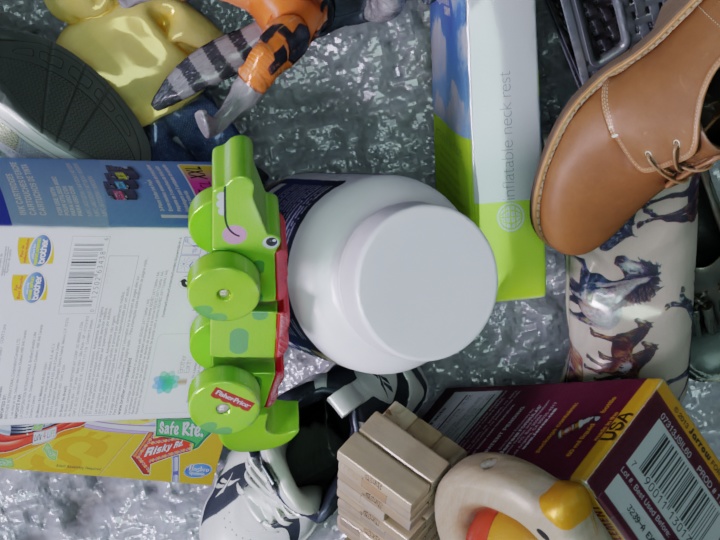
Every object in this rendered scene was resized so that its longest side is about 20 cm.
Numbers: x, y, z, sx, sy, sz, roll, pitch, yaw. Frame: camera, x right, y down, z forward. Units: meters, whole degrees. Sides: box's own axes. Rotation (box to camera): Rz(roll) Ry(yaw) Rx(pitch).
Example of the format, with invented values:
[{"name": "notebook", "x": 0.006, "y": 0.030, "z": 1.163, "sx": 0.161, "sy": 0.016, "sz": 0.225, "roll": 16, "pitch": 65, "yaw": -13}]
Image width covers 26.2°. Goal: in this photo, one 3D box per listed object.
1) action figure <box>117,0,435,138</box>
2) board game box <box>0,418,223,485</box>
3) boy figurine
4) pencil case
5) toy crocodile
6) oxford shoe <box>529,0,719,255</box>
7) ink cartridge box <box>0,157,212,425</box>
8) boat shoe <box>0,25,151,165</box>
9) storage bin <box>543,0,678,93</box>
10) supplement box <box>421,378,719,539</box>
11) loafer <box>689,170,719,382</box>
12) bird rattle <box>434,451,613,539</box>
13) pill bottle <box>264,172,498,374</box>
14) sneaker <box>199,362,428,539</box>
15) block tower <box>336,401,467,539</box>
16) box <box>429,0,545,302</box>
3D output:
[{"name": "action figure", "x": -0.052, "y": -0.179, "z": 0.907, "sx": 0.193, "sy": 0.105, "sz": 0.200, "roll": -28, "pitch": 61, "yaw": -20}, {"name": "board game box", "x": -0.170, "y": 0.059, "z": 0.958, "sx": 0.199, "sy": 0.034, "sz": 0.135, "roll": 9, "pitch": 105, "yaw": -29}, {"name": "boy figurine", "x": -0.141, "y": -0.119, "z": 0.947, "sx": 0.124, "sy": 0.064, "sz": 0.200, "roll": -32, "pitch": 98, "yaw": 4}, {"name": "pencil case", "x": 0.153, "y": 0.002, "z": 0.915, "sx": 0.089, "sy": 0.078, "sz": 0.201, "roll": 0, "pitch": 119, "yaw": 9}, {"name": "toy crocodile", "x": -0.061, "y": 0.020, "z": 0.819, "sx": 0.061, "sy": 0.068, "sz": 0.201, "roll": 0, "pitch": 126, "yaw": -5}, {"name": "oxford shoe", "x": 0.152, "y": -0.069, "z": 0.781, "sx": 0.071, "sy": 0.071, "sz": 0.200, "roll": 14, "pitch": 132, "yaw": -26}, {"name": "ink cartridge box", "x": -0.168, "y": 0.012, "z": 0.861, "sx": 0.199, "sy": 0.076, "sz": 0.137, "roll": -1, "pitch": 124, "yaw": -28}, {"name": "boat shoe", "x": -0.216, "y": -0.099, "z": 0.888, "sx": 0.201, "sy": 0.075, "sz": 0.065, "roll": 26, "pitch": 134, "yaw": -17}, {"name": "storage bin", "x": 0.131, "y": -0.206, "z": 0.837, "sx": 0.093, "sy": 0.200, "sz": 0.136, "roll": -18, "pitch": 132, "yaw": 5}, {"name": "supplement box", "x": 0.116, "y": 0.134, "z": 0.919, "sx": 0.086, "sy": 0.200, "sz": 0.111, "roll": -46, "pitch": 109, "yaw": -29}, {"name": "loafer", "x": 0.196, "y": -0.020, "z": 0.958, "sx": 0.072, "sy": 0.063, "sz": 0.201, "roll": -14, "pitch": 102, "yaw": 5}, {"name": "bird rattle", "x": 0.098, "y": 0.167, "z": 0.836, "sx": 0.112, "sy": 0.200, "sz": 0.164, "roll": -29, "pitch": 110, "yaw": -22}, {"name": "pill bottle", "x": 0.000, "y": 0.000, "z": 0.888, "sx": 0.111, "sy": 0.200, "sz": 0.112, "roll": -1, "pitch": 94, "yaw": -20}, {"name": "sneaker", "x": -0.051, "y": 0.128, "z": 0.952, "sx": 0.199, "sy": 0.130, "sz": 0.080, "roll": -40, "pitch": 82, "yaw": 21}, {"name": "block tower", "x": 0.021, "y": 0.158, "z": 0.926, "sx": 0.058, "sy": 0.200, "sz": 0.054, "roll": 35, "pitch": 59, "yaw": 21}, {"name": "box", "x": 0.072, "y": -0.093, "z": 0.916, "sx": 0.047, "sy": 0.122, "sz": 0.201, "roll": -5, "pitch": 104, "yaw": -6}]
